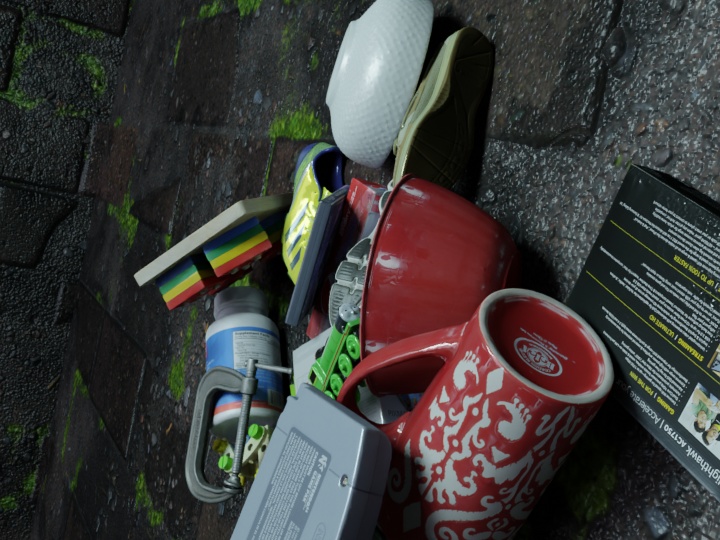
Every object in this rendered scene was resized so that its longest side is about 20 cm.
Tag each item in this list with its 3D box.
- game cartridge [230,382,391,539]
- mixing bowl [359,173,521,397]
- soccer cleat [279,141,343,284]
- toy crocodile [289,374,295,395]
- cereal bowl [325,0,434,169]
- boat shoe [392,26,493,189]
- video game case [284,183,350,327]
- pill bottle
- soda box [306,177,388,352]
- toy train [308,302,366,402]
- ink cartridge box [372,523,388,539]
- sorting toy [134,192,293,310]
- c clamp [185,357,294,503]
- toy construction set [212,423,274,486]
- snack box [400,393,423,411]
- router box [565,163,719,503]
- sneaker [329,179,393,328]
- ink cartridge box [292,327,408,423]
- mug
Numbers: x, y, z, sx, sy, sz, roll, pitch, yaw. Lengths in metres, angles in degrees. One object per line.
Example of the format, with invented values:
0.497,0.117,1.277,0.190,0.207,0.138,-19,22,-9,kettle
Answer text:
-0.047,0.200,0.623,0.133,0.040,0.204,20,87,60,game cartridge
0.082,0.022,0.729,0.106,0.200,0.205,9,88,20,mixing bowl
-0.060,-0.074,1.105,0.083,0.064,0.206,-1,82,47,soccer cleat
-0.036,0.151,0.997,0.199,0.060,0.069,-26,75,61,toy crocodile
0.012,-0.224,0.940,0.200,0.081,0.205,-163,89,-81,cereal bowl
0.077,-0.156,0.851,0.063,0.072,0.205,-3,66,59,boat shoe
-0.044,-0.025,0.994,0.200,0.019,0.146,-51,-21,-76,video game case
-0.169,0.132,1.183,0.112,0.110,0.204,-44,45,46,pill bottle
0.000,0.000,0.972,0.070,0.062,0.204,39,114,59,soda box
-0.024,0.106,0.806,0.057,0.041,0.202,54,142,29,toy train
0.024,0.288,0.700,0.084,0.196,0.149,37,113,56,ink cartridge box
-0.183,-0.026,1.160,0.197,0.200,0.071,-31,88,21,sorting toy
-0.170,0.207,1.060,0.168,0.027,0.205,11,89,41,c clamp
-0.127,0.293,1.076,0.130,0.092,0.203,-31,59,22,toy construction set
0.047,0.172,0.873,0.200,0.024,0.073,-47,43,44,snack box
0.230,0.036,0.562,0.201,0.050,0.152,53,129,53,router box
0.038,-0.003,0.849,0.079,0.084,0.202,17,60,26,sneaker
-0.009,0.162,0.892,0.161,0.049,0.205,-34,53,45,ink cartridge box
0.080,0.120,0.625,0.135,0.173,0.202,-97,25,-48,mug
